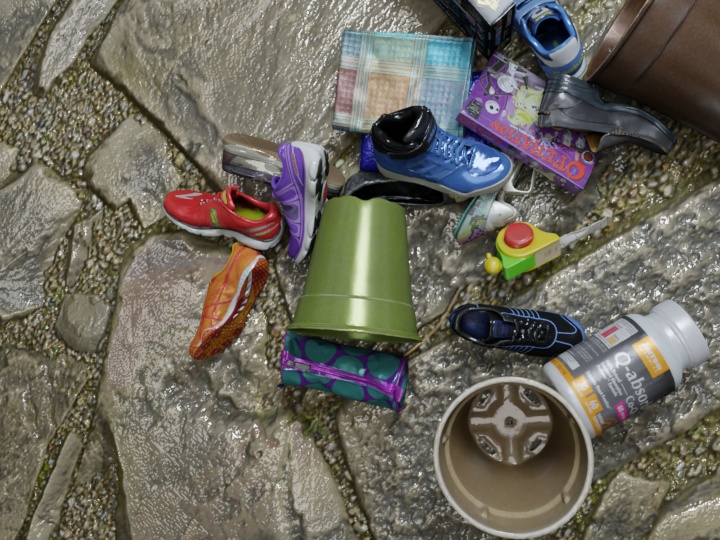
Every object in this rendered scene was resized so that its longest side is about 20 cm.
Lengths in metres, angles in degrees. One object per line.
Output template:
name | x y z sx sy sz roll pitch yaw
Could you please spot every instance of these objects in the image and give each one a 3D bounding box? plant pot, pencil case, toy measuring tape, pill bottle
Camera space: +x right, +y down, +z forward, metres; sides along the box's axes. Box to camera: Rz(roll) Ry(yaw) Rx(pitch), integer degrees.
plant pot | 0.208 0.230 0.939 0.196 0.183 0.205 1 93 12
plant pot | 0.425 -0.280 0.876 0.197 0.200 0.202 33 98 2
pencil case | -0.026 0.153 1.033 0.196 0.092 0.087 10 94 11
plant pot | 0.000 0.000 0.987 0.196 0.200 0.194 4 81 12
toy measuring tape | 0.262 -0.051 0.985 0.197 0.074 0.075 -27 87 -5
pill bottle | 0.360 0.132 0.933 0.198 0.116 0.118 -32 86 4

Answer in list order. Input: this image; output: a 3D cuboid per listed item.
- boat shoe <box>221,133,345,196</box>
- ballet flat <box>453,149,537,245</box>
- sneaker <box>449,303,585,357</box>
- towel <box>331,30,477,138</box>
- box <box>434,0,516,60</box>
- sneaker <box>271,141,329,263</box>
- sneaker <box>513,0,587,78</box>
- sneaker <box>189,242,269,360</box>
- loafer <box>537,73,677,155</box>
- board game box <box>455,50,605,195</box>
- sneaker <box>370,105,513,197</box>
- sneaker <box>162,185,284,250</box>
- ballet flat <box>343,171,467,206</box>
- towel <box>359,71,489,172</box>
boat shoe | -0.121 -0.152 1.056 0.197 0.072 0.066 19 121 -2
ballet flat | 0.208 -0.117 0.983 0.071 0.069 0.202 30 95 21
sneaker | 0.225 0.089 0.983 0.196 0.078 0.072 6 94 12
towel | 0.061 -0.266 0.983 0.196 0.022 0.150 8 95 10
box | 0.130 -0.397 0.942 0.046 0.159 0.201 -40 84 8
sneaker | -0.093 -0.104 1.011 0.082 0.081 0.203 15 129 10
sneaker | 0.246 -0.352 0.946 0.073 0.082 0.202 -35 66 15
sneaker | -0.217 0.051 1.092 0.077 0.073 0.202 34 94 29
loafer | 0.329 -0.192 0.923 0.197 0.073 0.073 22 94 -4
board game box | 0.243 -0.207 0.952 0.198 0.032 0.121 31 75 -1
sneaker | 0.107 -0.165 0.927 0.197 0.112 0.078 14 70 19
sneaker | -0.211 -0.100 1.058 0.196 0.086 0.078 13 52 4
ballet flat | 0.070 -0.114 1.011 0.196 0.057 0.067 1 135 18
towel | 0.094 -0.219 1.013 0.196 0.050 0.151 2 92 12
